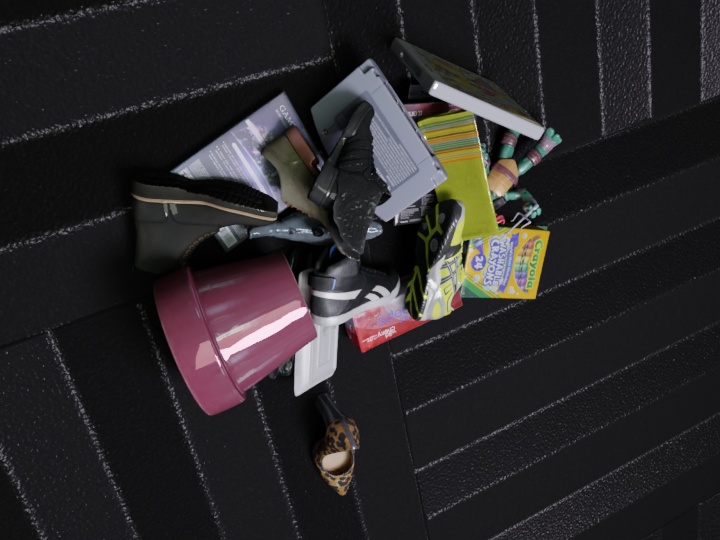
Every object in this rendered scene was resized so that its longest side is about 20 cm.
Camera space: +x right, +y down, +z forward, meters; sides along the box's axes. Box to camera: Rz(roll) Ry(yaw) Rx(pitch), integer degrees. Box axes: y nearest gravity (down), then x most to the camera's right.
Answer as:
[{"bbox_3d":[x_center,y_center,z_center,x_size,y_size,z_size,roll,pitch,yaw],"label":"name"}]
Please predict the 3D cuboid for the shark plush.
[{"bbox_3d":[-0.068,-0.072,0.949,0.196,0.083,0.093,9,102,-29],"label":"shark plush"}]

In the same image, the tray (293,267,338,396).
[{"bbox_3d":[-0.062,0.092,1.012,0.107,0.022,0.205,-21,119,-56],"label":"tray"}]

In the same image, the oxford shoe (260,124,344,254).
[{"bbox_3d":[-0.070,-0.102,0.907,0.073,0.071,0.202,-30,82,4],"label":"oxford shoe"}]

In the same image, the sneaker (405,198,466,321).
[{"bbox_3d":[0.128,-0.017,0.992,0.075,0.076,0.204,1,120,-25],"label":"sneaker"}]

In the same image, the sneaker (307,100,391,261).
[{"bbox_3d":[0.000,-0.124,0.858,0.103,0.060,0.202,30,68,-5],"label":"sneaker"}]

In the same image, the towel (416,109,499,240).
[{"bbox_3d":[0.147,-0.136,0.953,0.084,0.018,0.203,-6,118,24],"label":"towel"}]

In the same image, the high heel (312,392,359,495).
[{"bbox_3d":[-0.030,0.321,1.060,0.070,0.142,0.204,-16,112,-18],"label":"high heel"}]

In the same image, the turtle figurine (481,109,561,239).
[{"bbox_3d":[0.237,-0.159,1.053,0.149,0.101,0.202,36,81,-12],"label":"turtle figurine"}]

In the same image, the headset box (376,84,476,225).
[{"bbox_3d":[0.101,-0.184,0.999,0.146,0.075,0.205,-9,110,-22],"label":"headset box"}]

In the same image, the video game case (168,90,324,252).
[{"bbox_3d":[-0.155,-0.142,0.930,0.199,0.019,0.144,-38,118,-10],"label":"video game case"}]

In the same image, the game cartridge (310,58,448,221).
[{"bbox_3d":[0.021,-0.181,0.927,0.132,0.040,0.202,-32,95,21],"label":"game cartridge"}]

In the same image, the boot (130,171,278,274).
[{"bbox_3d":[-0.218,-0.052,0.888,0.195,0.078,0.141,11,115,-4],"label":"boot"}]

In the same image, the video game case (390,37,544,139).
[{"bbox_3d":[0.154,-0.269,0.939,0.196,0.183,0.023,15,121,-27],"label":"video game case"}]

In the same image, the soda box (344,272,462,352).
[{"bbox_3d":[0.068,0.058,1.067,0.197,0.063,0.071,-22,113,-16],"label":"soda box"}]

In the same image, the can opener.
[{"bbox_3d":[-0.105,0.069,0.996,0.062,0.078,0.204,16,90,-20],"label":"can opener"}]

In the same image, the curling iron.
[{"bbox_3d":[0.157,-0.063,1.027,0.049,0.026,0.199,30,132,-23],"label":"curling iron"}]

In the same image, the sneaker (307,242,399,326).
[{"bbox_3d":[0.000,0.000,0.973,0.199,0.072,0.114,-28,126,-48],"label":"sneaker"}]

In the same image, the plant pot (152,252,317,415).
[{"bbox_3d":[-0.163,0.069,0.880,0.176,0.200,0.203,-24,115,-7],"label":"plant pot"}]

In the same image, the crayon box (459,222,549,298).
[{"bbox_3d":[0.257,-0.018,1.135,0.196,0.051,0.129,2,106,-25],"label":"crayon box"}]
